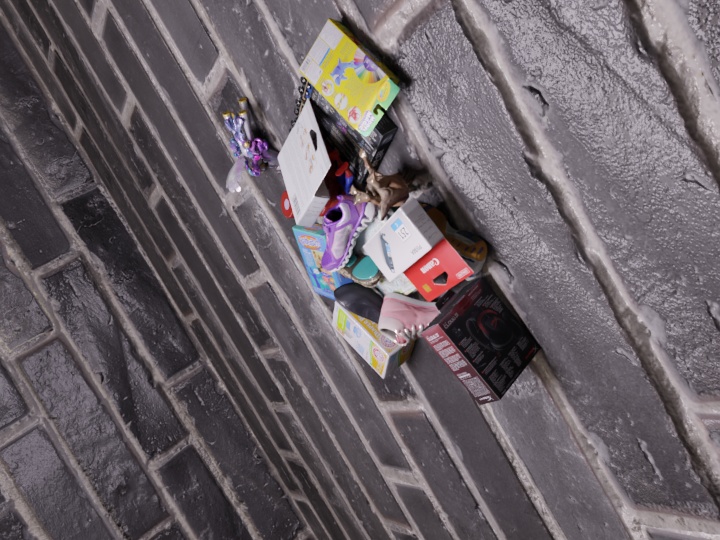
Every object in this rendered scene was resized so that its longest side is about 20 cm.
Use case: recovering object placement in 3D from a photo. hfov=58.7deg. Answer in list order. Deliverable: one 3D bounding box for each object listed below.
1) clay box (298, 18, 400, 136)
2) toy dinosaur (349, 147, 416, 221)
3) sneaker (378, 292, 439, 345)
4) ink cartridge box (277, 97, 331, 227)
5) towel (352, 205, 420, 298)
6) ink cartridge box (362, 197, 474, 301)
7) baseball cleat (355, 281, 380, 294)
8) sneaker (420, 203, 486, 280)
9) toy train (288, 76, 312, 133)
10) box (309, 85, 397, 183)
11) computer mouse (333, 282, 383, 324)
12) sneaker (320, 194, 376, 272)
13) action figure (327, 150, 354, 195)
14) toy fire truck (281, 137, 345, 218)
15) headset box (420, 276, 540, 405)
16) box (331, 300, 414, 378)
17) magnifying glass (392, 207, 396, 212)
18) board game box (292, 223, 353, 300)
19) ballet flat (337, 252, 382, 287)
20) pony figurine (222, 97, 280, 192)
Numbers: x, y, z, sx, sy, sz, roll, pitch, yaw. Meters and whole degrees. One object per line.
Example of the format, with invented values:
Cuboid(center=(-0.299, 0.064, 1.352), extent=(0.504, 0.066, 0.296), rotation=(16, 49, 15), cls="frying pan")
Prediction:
Cuboid(center=(-0.014, -0.352, 1.180), extent=(0.200, 0.047, 0.115), rotation=(48, 119, 15), cls="clay box")
Cuboid(center=(0.057, -0.152, 1.211), extent=(0.087, 0.133, 0.201), rotation=(-63, 23, 21), cls="toy dinosaur")
Cuboid(center=(0.129, 0.120, 1.348), extent=(0.197, 0.106, 0.076), rotation=(13, 147, 17), cls="sneaker")
Cuboid(center=(-0.105, -0.224, 1.331), extent=(0.174, 0.043, 0.203), rotation=(-52, 45, 40), cls="ink cartridge box")
Cuboid(center=(0.062, -0.034, 1.384), extent=(0.202, 0.048, 0.171), rotation=(57, 148, 3), cls="towel")
Cuboid(center=(0.104, -0.022, 1.225), extent=(0.177, 0.045, 0.200), rotation=(51, 153, 2), cls="ink cartridge box")
Cuboid(center=(0.007, -0.033, 1.495), extent=(0.105, 0.070, 0.202), rotation=(11, 137, 49), cls="baseball cleat")
Cuboid(center=(0.151, -0.052, 1.237), extent=(0.199, 0.075, 0.089), rotation=(40, 147, 30), cls="sneaker")
Cuboid(center=(-0.121, -0.355, 1.401), extent=(0.046, 0.034, 0.201), rotation=(46, 150, 12), cls="toy train")
Cuboid(center=(-0.026, -0.301, 1.297), extent=(0.201, 0.043, 0.161), rotation=(51, 150, 12), cls="box")
Cuboid(center=(0.032, 0.073, 1.442), extent=(0.053, 0.198, 0.139), rotation=(-56, 26, 20), cls="computer mouse")
Cuboid(center=(-0.047, -0.085, 1.352), extent=(0.202, 0.087, 0.081), rotation=(-59, 34, 33), cls="sneaker")
Cuboid(center=(-0.029, -0.178, 1.362), extent=(0.065, 0.052, 0.200), rotation=(44, 177, 25), cls="action figure")
Cuboid(center=(-0.111, -0.212, 1.473), extent=(0.199, 0.110, 0.172), rotation=(-4, 92, 57), cls="toy fire truck")
Cuboid(center=(0.220, 0.124, 1.207), extent=(0.201, 0.148, 0.075), rotation=(49, 150, -1), cls="headset box")
Cuboid(center=(0.033, 0.146, 1.581), extent=(0.200, 0.101, 0.113), rotation=(44, 149, 23), cls="box")
Cuboid(center=(0.077, -0.049, 1.409), extent=(0.079, 0.022, 0.203), rotation=(23, 137, 45), cls="magnifying glass")
Cuboid(center=(-0.093, -0.022, 1.669), extent=(0.151, 0.045, 0.203), rotation=(18, 133, 49), cls="board game box")
Cuboid(center=(0.000, 0.000, 1.408), extent=(0.199, 0.068, 0.076), rotation=(24, 157, 51), cls="ballet flat")
Cuboid(center=(-0.276, -0.305, 1.599), extent=(0.194, 0.164, 0.203), rotation=(-109, 1, -58), cls="pony figurine")
